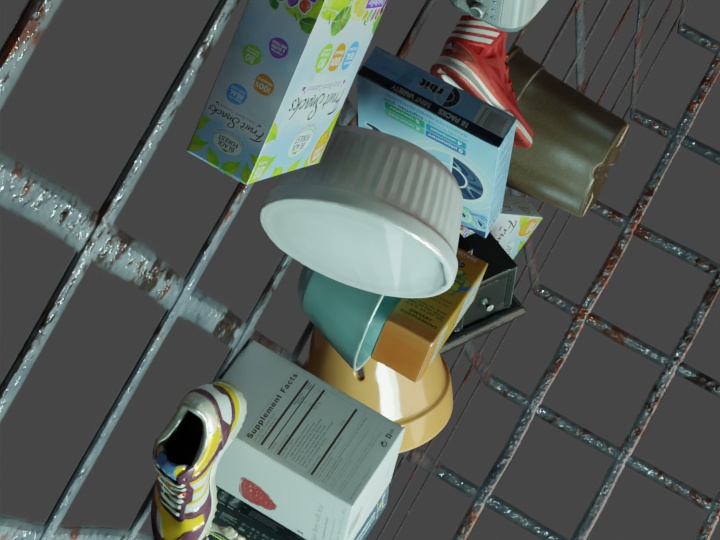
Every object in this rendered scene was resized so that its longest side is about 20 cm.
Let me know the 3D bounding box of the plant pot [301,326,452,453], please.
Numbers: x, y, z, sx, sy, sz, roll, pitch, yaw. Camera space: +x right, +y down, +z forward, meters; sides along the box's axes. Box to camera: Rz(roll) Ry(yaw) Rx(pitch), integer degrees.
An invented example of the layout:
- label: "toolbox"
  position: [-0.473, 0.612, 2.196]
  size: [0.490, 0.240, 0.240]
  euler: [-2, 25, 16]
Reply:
- label: "plant pot"
  position: [0.017, 0.111, 1.884]
  size: [0.200, 0.198, 0.142]
  euler: [-48, 146, -45]

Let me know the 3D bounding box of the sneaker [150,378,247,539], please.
- label: "sneaker"
  position: [-0.185, 0.207, 1.551]
  size: [0.090, 0.074, 0.202]
  euler: [-14, 125, -62]

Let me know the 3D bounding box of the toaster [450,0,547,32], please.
- label: "toaster"
  position: [0.174, -0.369, 1.644]
  size: [0.201, 0.113, 0.130]
  euler: [-54, 163, -23]

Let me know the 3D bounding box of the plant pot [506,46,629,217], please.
- label: "plant pot"
  position: [0.267, -0.188, 2.178]
  size: [0.201, 0.197, 0.201]
  euler: [-56, 165, -23]

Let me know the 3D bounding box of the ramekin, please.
- label: "ramekin"
  position: [0.010, -0.059, 1.480]
  size: [0.203, 0.200, 0.095]
  euler: [85, 24, -67]

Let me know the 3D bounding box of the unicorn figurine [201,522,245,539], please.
- label: "unicorn figurine"
  position: [-0.186, 0.326, 1.691]
  size: [0.074, 0.136, 0.202]
  euler: [-43, 141, -48]

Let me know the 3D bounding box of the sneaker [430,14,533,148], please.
- label: "sneaker"
  position: [0.172, -0.239, 1.854]
  size: [0.200, 0.078, 0.117]
  euler: [40, 73, -49]

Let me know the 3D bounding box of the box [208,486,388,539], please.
- label: "box"
  position: [-0.089, 0.264, 1.728]
  size: [0.158, 0.198, 0.051]
  euler: [-52, 159, -37]

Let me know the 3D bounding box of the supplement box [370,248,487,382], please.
- label: "supplement box"
  position: [0.084, 0.046, 1.795]
  size: [0.200, 0.066, 0.069]
  euler: [-50, 164, -55]

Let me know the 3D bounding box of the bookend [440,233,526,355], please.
- label: "bookend"
  position: [0.127, 0.005, 2.014]
  size: [0.198, 0.092, 0.200]
  euler: [-23, 145, -21]

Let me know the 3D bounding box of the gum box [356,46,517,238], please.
- label: "gum box"
  position: [0.078, -0.134, 1.624]
  size: [0.045, 0.169, 0.201]
  euler: [-56, 165, -22]

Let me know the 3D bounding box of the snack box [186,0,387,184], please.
- label: "snack box"
  position: [-0.050, -0.182, 1.264]
  size: [0.202, 0.067, 0.168]
  euler: [-64, 167, 18]

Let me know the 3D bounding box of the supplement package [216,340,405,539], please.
- label: "supplement package"
  position: [-0.071, 0.195, 1.653]
  size: [0.120, 0.198, 0.122]
  euler: [-52, 164, -35]

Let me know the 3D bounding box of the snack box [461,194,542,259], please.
- label: "snack box"
  position: [0.146, -0.041, 2.114]
  size: [0.199, 0.053, 0.143]
  euler: [2, 131, -48]

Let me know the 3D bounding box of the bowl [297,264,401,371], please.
- label: "bowl"
  position: [0.000, 0.000, 1.723]
  size: [0.202, 0.104, 0.201]
  euler: [-58, 171, -14]
